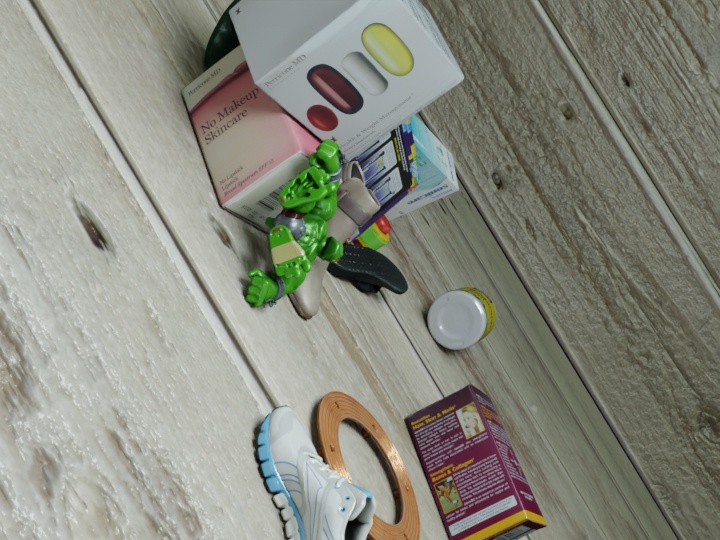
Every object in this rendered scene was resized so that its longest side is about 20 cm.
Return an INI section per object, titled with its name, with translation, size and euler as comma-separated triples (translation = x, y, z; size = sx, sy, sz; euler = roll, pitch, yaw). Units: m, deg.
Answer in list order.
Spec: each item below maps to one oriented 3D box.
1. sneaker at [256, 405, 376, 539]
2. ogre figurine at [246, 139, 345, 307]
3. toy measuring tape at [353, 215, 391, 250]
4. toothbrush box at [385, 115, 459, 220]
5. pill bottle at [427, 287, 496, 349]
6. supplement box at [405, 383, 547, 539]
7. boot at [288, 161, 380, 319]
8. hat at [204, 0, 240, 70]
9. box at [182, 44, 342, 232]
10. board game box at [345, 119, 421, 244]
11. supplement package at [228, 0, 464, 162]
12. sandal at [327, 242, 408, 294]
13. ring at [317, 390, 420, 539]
[sneaker]
translation = -0.030, 0.206, 0.761
size = 0.075, 0.087, 0.200
euler = 32, 29, -54
[ogre figurine]
translation = -0.070, -0.048, 0.993
size = 0.120, 0.098, 0.200
euler = 63, 32, -79
[toy measuring tape]
translation = 0.012, -0.057, 1.396
size = 0.074, 0.074, 0.200
euler = 56, 16, -9
[toothbrush box]
translation = 0.055, -0.184, 1.410
size = 0.200, 0.146, 0.085
euler = 36, 39, -47
[pill bottle]
translation = 0.203, 0.089, 1.620
size = 0.111, 0.111, 0.200
euler = 60, 15, 7
[supplement box]
translation = 0.155, 0.273, 1.141
size = 0.086, 0.110, 0.200
euler = 37, 26, -53
[boot]
translation = -0.040, -0.051, 1.087
size = 0.070, 0.146, 0.200
euler = 39, 25, -53
[hat]
translation = -0.122, -0.322, 1.267
size = 0.176, 0.166, 0.200
euler = 33, 10, -35
[box]
translation = -0.129, -0.174, 1.079
size = 0.109, 0.128, 0.200
euler = 29, 32, -57
[board game box]
translation = 0.004, -0.161, 1.232
size = 0.057, 0.165, 0.200
euler = 38, -22, 34
[supplement package]
translation = -0.016, -0.278, 1.031
size = 0.200, 0.191, 0.147
euler = 33, 29, -50
[sandal]
translation = -0.001, -0.001, 1.312
size = 0.200, 0.048, 0.075
euler = 20, 41, -46
[ring]
translation = 0.007, 0.230, 0.948
size = 0.200, 0.019, 0.201
euler = 50, 18, -23
